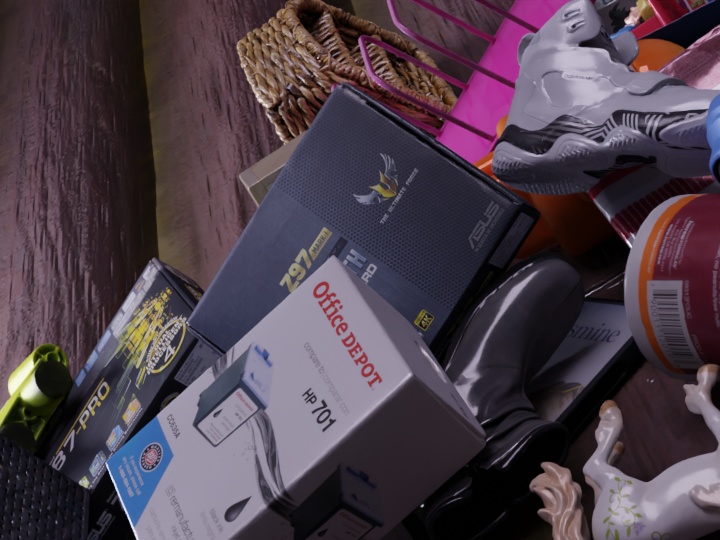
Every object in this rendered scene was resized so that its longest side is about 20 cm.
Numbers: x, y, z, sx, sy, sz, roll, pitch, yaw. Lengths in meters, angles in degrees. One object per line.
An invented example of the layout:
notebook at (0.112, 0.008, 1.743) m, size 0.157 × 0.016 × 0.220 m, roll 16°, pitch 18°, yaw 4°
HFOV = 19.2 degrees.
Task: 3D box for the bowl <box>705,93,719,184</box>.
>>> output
bowl at (0.297, -0.059, 1.228) m, size 0.200 × 0.200 × 0.040 m, roll 0°, pitch 72°, yaw 51°

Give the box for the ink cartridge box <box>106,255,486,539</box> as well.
ink cartridge box at (-0.042, 0.111, 1.294) m, size 0.200 × 0.086 × 0.147 m, roll -43°, pitch 36°, yaw 6°

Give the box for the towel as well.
towel at (0.232, -0.059, 1.383) m, size 0.144 × 0.023 × 0.200 m, roll -35°, pitch 54°, yaw 0°

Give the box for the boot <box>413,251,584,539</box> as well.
boot at (0.095, 0.084, 1.319) m, size 0.200 × 0.070 × 0.132 m, roll -50°, pitch 30°, yaw -8°

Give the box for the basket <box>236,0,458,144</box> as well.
basket at (-0.014, -0.177, 1.877) m, size 0.149 × 0.143 × 0.200 m, roll -32°, pitch 24°, yaw 6°

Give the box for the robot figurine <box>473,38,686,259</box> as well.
robot figurine at (0.177, -0.087, 1.507) m, size 0.200 × 0.117 × 0.144 m, roll -31°, pitch -16°, yaw 6°

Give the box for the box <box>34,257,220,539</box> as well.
box at (-0.171, 0.104, 1.579) m, size 0.200 × 0.049 × 0.161 m, roll -57°, pitch 23°, yaw 5°

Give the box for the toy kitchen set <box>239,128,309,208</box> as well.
toy kitchen set at (0.011, -0.056, 1.572) m, size 0.163 × 0.181 × 0.200 m, roll -33°, pitch 21°, yaw -3°

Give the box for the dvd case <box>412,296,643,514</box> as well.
dvd case at (0.098, 0.087, 1.395) m, size 0.200 × 0.018 × 0.142 m, roll -45°, pitch 26°, yaw -25°

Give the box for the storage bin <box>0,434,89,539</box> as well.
storage bin at (-0.263, 0.221, 1.439) m, size 0.135 × 0.094 × 0.200 m, roll -42°, pitch 29°, yaw 22°

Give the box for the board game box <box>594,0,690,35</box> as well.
board game box at (0.235, -0.239, 1.782) m, size 0.200 × 0.064 × 0.148 m, roll -29°, pitch 25°, yaw 12°

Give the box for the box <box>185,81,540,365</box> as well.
box at (0.000, 0.000, 1.405) m, size 0.158 × 0.051 × 0.200 m, roll 36°, pitch 96°, yaw 23°

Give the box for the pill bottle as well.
pill bottle at (0.260, 0.011, 1.216) m, size 0.200 × 0.114 × 0.114 m, roll 1°, pitch 41°, yaw 49°

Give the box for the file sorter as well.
file sorter at (0.077, -0.185, 1.700) m, size 0.200 × 0.125 × 0.139 m, roll -60°, pitch 17°, yaw 18°

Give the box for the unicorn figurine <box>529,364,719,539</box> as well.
unicorn figurine at (0.192, 0.114, 1.181) m, size 0.200 × 0.074 × 0.138 m, roll -39°, pitch 30°, yaw 23°

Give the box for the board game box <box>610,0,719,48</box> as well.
board game box at (0.206, -0.178, 1.618) m, size 0.200 × 0.039 × 0.158 m, roll -27°, pitch -8°, yaw -21°

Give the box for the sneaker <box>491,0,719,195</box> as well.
sneaker at (0.174, -0.119, 1.366) m, size 0.199 × 0.075 × 0.115 m, roll -9°, pitch 67°, yaw 37°

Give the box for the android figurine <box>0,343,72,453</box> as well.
android figurine at (-0.283, 0.143, 1.651) m, size 0.200 × 0.041 × 0.182 m, roll -42°, pitch 18°, yaw 54°

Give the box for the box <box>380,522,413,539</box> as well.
box at (-0.073, 0.205, 1.368) m, size 0.144 × 0.036 × 0.200 m, roll -47°, pitch 26°, yaw -27°
